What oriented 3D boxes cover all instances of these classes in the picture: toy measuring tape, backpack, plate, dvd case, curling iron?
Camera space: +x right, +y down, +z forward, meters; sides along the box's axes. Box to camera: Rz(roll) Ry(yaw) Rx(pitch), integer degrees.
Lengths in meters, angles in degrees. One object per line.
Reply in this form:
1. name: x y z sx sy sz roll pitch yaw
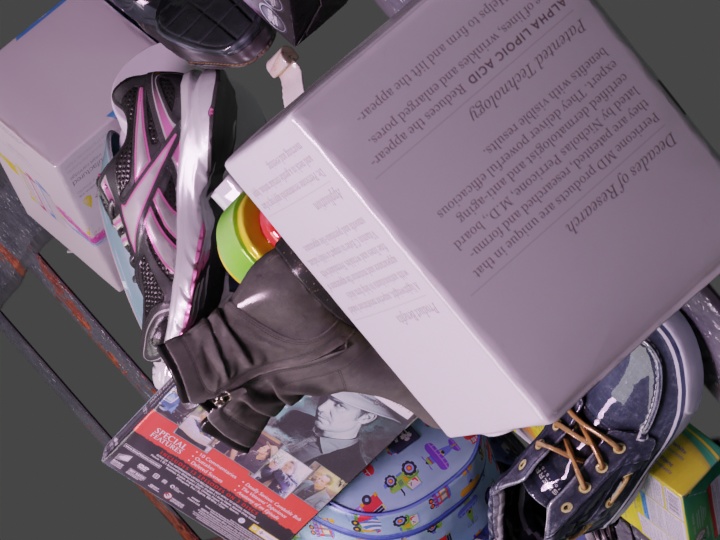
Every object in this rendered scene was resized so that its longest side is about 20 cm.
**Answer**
1. toy measuring tape: -0.061 -0.055 1.574 0.074 0.073 0.201 88 174 -67
2. backpack: 0.003 0.122 1.795 0.200 0.182 0.135 45 153 28
3. plate: -0.157 -0.004 1.789 0.200 0.025 0.201 -19 -90 -87
4. dvd case: -0.062 0.103 1.680 0.146 0.200 0.022 34 -149 -18
5. curling iron: 0.161 0.169 1.659 0.050 0.025 0.200 67 -172 13

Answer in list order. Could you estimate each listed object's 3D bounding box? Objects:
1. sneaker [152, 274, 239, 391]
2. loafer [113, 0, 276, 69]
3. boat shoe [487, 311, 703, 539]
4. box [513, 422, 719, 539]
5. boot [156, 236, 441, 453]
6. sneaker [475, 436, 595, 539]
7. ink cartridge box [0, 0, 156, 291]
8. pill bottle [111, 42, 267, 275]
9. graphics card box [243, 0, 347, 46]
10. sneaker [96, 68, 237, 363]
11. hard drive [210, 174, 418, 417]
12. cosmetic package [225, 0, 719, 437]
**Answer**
1. sneaker: -0.034 0.056 1.703 0.130 0.199 0.080 40 139 40
2. loafer: -0.095 -0.164 1.605 0.072 0.073 0.200 47 177 -29
3. boat shoe: 0.138 0.103 1.465 0.071 0.091 0.201 42 142 23
4. box: 0.153 0.101 1.600 0.200 0.048 0.117 37 161 29
5. boot: -0.033 0.065 1.525 0.200 0.131 0.068 44 -174 -39
6. sneaker: 0.071 0.178 1.873 0.199 0.115 0.081 41 162 24
7. ink cartridge box: -0.200 -0.095 1.924 0.125 0.129 0.200 39 163 32
8. pill bottle: -0.110 -0.070 1.777 0.109 0.109 0.200 37 161 35
9. graphics card box: -0.093 -0.234 1.448 0.200 0.051 0.126 42 163 18
10. sneaker: -0.136 -0.039 1.656 0.086 0.201 0.080 6 178 12
11. hard drive: 0.000 0.000 1.659 0.200 0.026 0.132 46 -153 5
12. cosmetic package: 0.065 -0.041 1.271 0.200 0.165 0.165 50 165 -6
